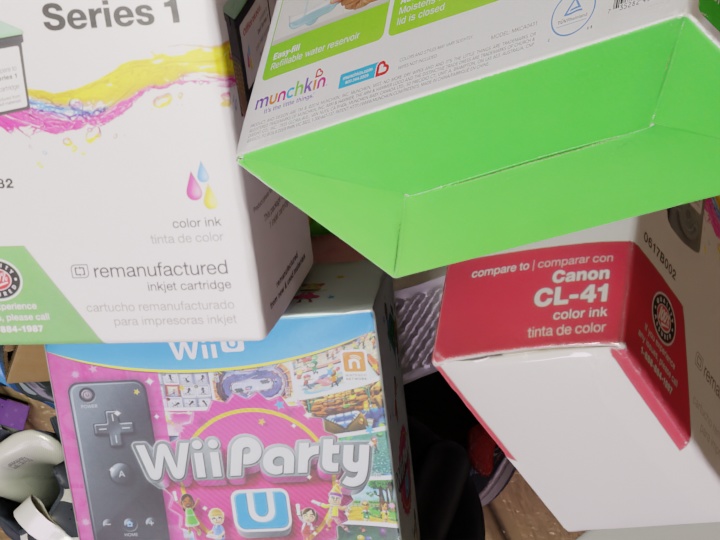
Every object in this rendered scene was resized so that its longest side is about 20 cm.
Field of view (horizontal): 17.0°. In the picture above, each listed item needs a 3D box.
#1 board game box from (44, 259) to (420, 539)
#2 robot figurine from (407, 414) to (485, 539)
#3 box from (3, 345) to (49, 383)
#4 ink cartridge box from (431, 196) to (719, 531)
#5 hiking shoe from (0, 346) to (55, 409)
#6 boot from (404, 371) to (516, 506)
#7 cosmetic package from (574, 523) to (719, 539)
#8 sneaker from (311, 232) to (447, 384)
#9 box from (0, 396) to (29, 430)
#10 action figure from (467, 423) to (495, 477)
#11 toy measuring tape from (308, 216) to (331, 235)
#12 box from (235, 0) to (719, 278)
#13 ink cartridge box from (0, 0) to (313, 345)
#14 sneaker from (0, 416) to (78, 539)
[{"bbox_3d":[-0.050,0.100,1.055,0.146,0.064,0.202,-3,111,10],"label":"board game box"},{"bbox_3d":[-0.013,0.145,1.185,0.124,0.151,0.200,-21,160,-29],"label":"robot figurine"},{"bbox_3d":[-0.073,0.014,1.215,0.198,0.021,0.164,-3,156,-18],"label":"box"},{"bbox_3d":[0.106,-0.015,0.979,0.085,0.201,0.148,-6,146,29],"label":"ink cartridge box"},{"bbox_3d":[-0.203,0.027,1.327,0.199,0.075,0.087,30,156,-10],"label":"hiking shoe"},{"bbox_3d":[0.017,0.064,1.246,0.153,0.074,0.204,6,147,-24],"label":"boot"},{"bbox_3d":[0.120,0.158,1.140,0.052,0.199,0.151,49,158,15],"label":"cosmetic package"},{"bbox_3d":[0.000,0.000,1.119,0.199,0.105,0.076,-13,128,-1],"label":"sneaker"},{"bbox_3d":[-0.299,0.117,1.541,0.136,0.039,0.200,19,150,-12],"label":"box"},{"bbox_3d":[0.133,0.046,1.129,0.065,0.099,0.200,22,120,-26],"label":"action figure"},{"bbox_3d":[-0.089,-0.036,1.068,0.198,0.074,0.074,-5,147,13],"label":"toy measuring tape"},{"bbox_3d":[0.070,-0.112,0.849,0.199,0.178,0.097,-16,140,40],"label":"box"},{"bbox_3d":[-0.109,-0.077,0.971,0.144,0.084,0.202,-1,113,15],"label":"ink cartridge box"},{"bbox_3d":[-0.154,0.113,1.361,0.129,0.200,0.079,41,115,-19],"label":"sneaker"}]
